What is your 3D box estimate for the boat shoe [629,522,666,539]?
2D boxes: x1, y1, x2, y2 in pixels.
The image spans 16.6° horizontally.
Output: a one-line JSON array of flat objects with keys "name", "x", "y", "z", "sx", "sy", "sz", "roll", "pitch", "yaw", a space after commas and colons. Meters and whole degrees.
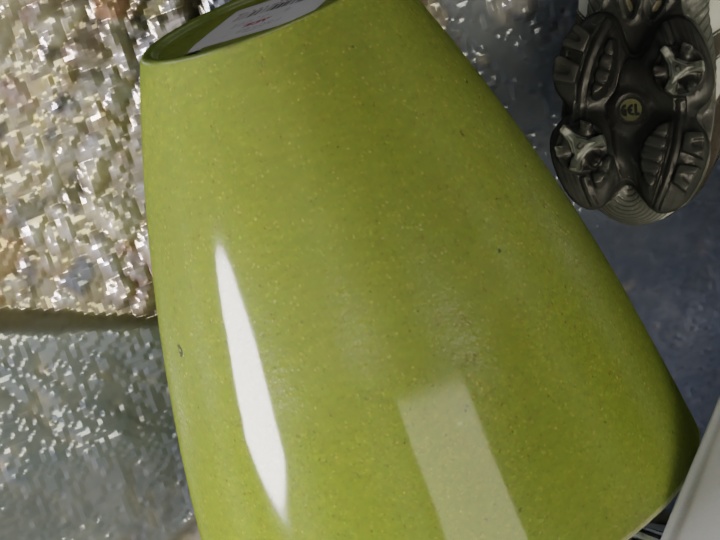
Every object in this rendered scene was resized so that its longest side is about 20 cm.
[{"name": "boat shoe", "x": 0.104, "y": 0.136, "z": 1.025, "sx": 0.199, "sy": 0.064, "sz": 0.071, "roll": 27, "pitch": 103, "yaw": -28}]

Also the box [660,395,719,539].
[{"name": "box", "x": 0.191, "y": 0.107, "z": 0.914, "sx": 0.199, "sy": 0.130, "sz": 0.201, "roll": 71, "pitch": 40, "yaw": -64}]

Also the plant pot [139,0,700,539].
[{"name": "plant pot", "x": 0.000, "y": 0.000, "z": 0.877, "sx": 0.186, "sy": 0.187, "sz": 0.201, "roll": -24, "pitch": 105, "yaw": -7}]

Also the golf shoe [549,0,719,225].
[{"name": "golf shoe", "x": 0.117, "y": -0.115, "z": 0.917, "sx": 0.077, "sy": 0.094, "sz": 0.201, "roll": 15, "pitch": 88, "yaw": 18}]
